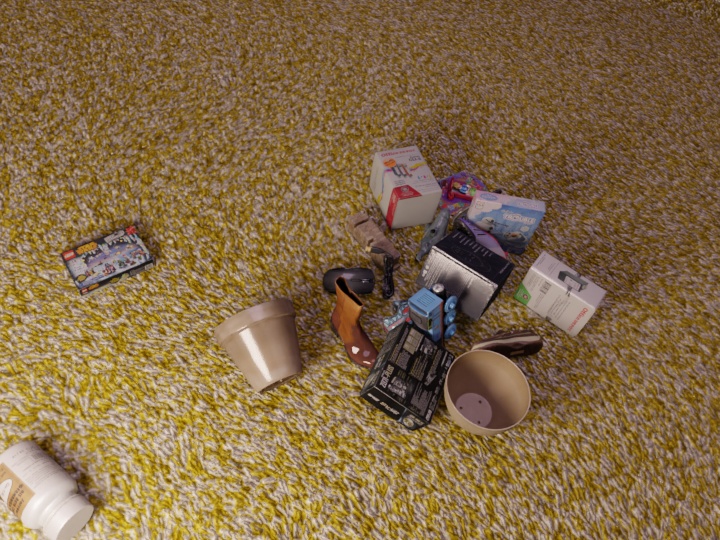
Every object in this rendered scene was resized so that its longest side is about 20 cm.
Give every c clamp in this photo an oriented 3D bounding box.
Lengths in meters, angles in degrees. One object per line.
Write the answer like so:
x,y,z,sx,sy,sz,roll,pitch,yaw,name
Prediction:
0.355,-0.183,1.811,0.199,0.171,0.027,-28,77,-13,c clamp

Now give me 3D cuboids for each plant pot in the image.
-0.223,0.188,1.428,0.199,0.200,0.174,-21,76,-22,plant pot
0.286,0.310,1.432,0.199,0.135,0.201,5,53,-6,plant pot

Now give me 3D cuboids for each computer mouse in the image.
0.000,0.000,1.630,0.199,0.046,0.141,6,86,-3,computer mouse

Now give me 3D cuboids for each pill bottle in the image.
-0.639,0.446,1.203,0.199,0.115,0.114,33,56,15,pill bottle

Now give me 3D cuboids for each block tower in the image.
0.039,-0.081,1.729,0.054,0.058,0.200,-26,63,-24,block tower

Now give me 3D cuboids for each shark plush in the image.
0.200,-0.101,1.750,0.091,0.084,0.200,39,58,19,shark plush

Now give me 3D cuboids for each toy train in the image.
0.181,0.122,1.516,0.114,0.201,0.087,-34,50,-24,toy train

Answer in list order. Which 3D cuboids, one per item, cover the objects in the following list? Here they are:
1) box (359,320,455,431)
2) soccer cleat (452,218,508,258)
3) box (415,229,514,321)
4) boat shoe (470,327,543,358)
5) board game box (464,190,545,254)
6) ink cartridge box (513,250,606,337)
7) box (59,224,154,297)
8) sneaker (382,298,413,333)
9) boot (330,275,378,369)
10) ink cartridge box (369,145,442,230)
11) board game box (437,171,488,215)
0.115,0.253,1.448,0.163,0.086,0.201,35,54,-9,box
0.346,-0.087,1.731,0.200,0.068,0.073,45,69,-13,soccer cleat
0.284,0.007,1.617,0.196,0.124,0.200,32,28,16,box
0.375,0.191,1.582,0.201,0.075,0.075,-2,40,-17,boat shoe
0.403,-0.135,1.735,0.199,0.200,0.044,10,53,-1,board game box
0.543,0.066,1.645,0.200,0.146,0.084,36,56,16,ink cartridge box
-0.669,-0.028,1.590,0.199,0.040,0.137,-28,62,-25,box
0.134,0.097,1.600,0.095,0.080,0.200,34,56,18,sneaker
-0.003,0.131,1.476,0.068,0.201,0.189,-22,60,-23,boot
0.131,-0.251,1.812,0.144,0.145,0.201,-13,56,-17,ink cartridge box
0.323,-0.255,1.909,0.199,0.039,0.158,-24,61,-23,board game box
